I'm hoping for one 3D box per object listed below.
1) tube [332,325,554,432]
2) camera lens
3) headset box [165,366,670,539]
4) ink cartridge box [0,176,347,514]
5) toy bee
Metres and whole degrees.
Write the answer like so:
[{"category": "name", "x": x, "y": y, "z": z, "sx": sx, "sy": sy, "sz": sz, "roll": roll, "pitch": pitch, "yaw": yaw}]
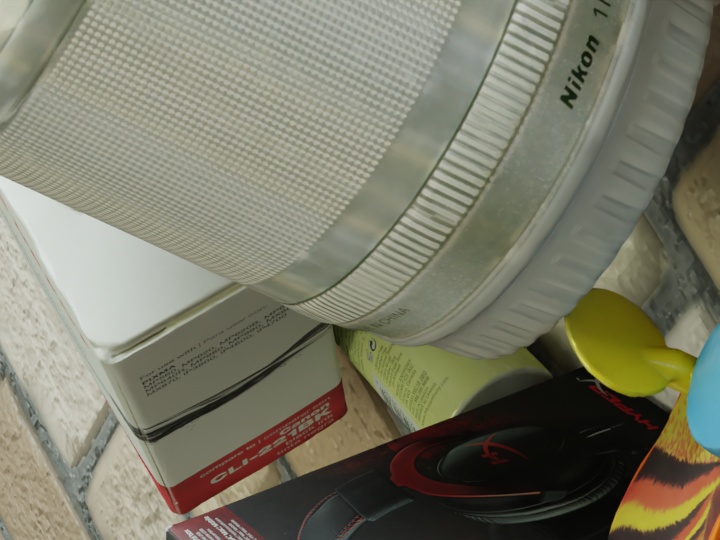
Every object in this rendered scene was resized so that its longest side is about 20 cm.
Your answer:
[{"category": "tube", "x": 0.000, "y": 0.000, "z": 0.977, "sx": 0.058, "sy": 0.052, "sz": 0.200, "roll": -58, "pitch": 46, "yaw": 14}, {"category": "camera lens", "x": -0.023, "y": -0.079, "z": 0.729, "sx": 0.160, "sy": 0.199, "sz": 0.161, "roll": -50, "pitch": 25, "yaw": 34}, {"category": "headset box", "x": 0.042, "y": 0.120, "z": 0.821, "sx": 0.148, "sy": 0.199, "sz": 0.076, "roll": 37, "pitch": 135, "yaw": 44}, {"category": "ink cartridge box", "x": -0.078, "y": -0.014, "z": 0.941, "sx": 0.145, "sy": 0.083, "sz": 0.200, "roll": 58, "pitch": 173, "yaw": 18}, {"category": "toy bee", "x": 0.132, "y": 0.025, "z": 0.744, "sx": 0.131, "sy": 0.200, "sz": 0.109, "roll": 47, "pitch": -170, "yaw": -25}]
